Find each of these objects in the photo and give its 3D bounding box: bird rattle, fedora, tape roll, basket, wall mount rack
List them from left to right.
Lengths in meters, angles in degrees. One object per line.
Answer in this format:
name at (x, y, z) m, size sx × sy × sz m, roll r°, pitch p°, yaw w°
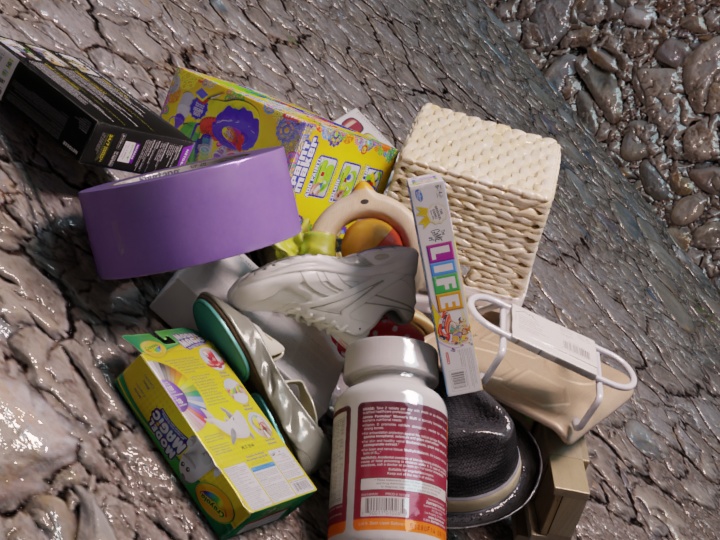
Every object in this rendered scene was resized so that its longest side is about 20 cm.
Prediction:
tape roll at (-0.161, -0.056, 1.303) m, size 0.200 × 0.199 × 0.085 m, roll -35°, pitch 114°, yaw -68°
bird rattle at (0.000, 0.000, 1.417) m, size 0.200 × 0.163 × 0.113 m, roll 41°, pitch -5°, yaw 12°
fedora at (0.087, 0.167, 1.391) m, size 0.200 × 0.092 × 0.201 m, roll 0°, pitch 42°, yaw 0°
basket at (0.125, -0.076, 1.639) m, size 0.198 × 0.161 × 0.200 m, roll 17°, pitch 29°, yaw 5°
wall mount rack at (0.188, 0.084, 1.459) m, size 0.200 × 0.075 × 0.174 m, roll 26°, pitch 27°, yaw -8°

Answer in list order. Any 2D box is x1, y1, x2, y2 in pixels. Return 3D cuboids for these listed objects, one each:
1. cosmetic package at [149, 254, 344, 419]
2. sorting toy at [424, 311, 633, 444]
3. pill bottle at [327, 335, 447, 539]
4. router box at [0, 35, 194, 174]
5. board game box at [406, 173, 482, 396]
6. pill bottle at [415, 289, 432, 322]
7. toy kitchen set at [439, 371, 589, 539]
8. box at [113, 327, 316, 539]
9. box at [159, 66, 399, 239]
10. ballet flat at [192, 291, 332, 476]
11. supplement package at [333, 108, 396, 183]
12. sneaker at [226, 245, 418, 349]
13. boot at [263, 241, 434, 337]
cosmetic package at (-0.108, 0.061, 1.408) m, size 0.200 × 0.052 × 0.151 m, roll 43°, pitch 23°, yaw -7°
sorting toy at (0.185, 0.116, 1.531) m, size 0.200 × 0.037 × 0.185 m, roll 31°, pitch 28°, yaw 24°
pill bottle at (0.027, 0.170, 1.282) m, size 0.109 × 0.109 × 0.201 m, roll 26°, pitch 57°, yaw -41°
router box at (-0.288, -0.168, 1.413) m, size 0.200 × 0.051 × 0.149 m, roll 37°, pitch 16°, yaw 29°
board game box at (0.080, 0.010, 1.332) m, size 0.134 × 0.034 × 0.201 m, roll -86°, pitch 165°, yaw -83°
pill bottle at (0.072, 0.032, 1.705) m, size 0.111 × 0.111 × 0.200 m, roll 39°, pitch 22°, yaw -17°
toy kitchen set at (0.138, 0.228, 1.523) m, size 0.180 × 0.164 × 0.200 m, roll 11°, pitch 31°, yaw -7°
box at (-0.137, 0.138, 1.228) m, size 0.200 × 0.048 × 0.117 m, roll 55°, pitch 23°, yaw 16°
box at (-0.100, -0.129, 1.567) m, size 0.200 × 0.122 × 0.192 m, roll 27°, pitch 10°, yaw 31°
ballet flat at (-0.091, 0.104, 1.306) m, size 0.064 × 0.067 × 0.200 m, roll -25°, pitch 84°, yaw -34°
supplement package at (-0.029, -0.124, 1.801) m, size 0.114 × 0.110 × 0.200 m, roll 45°, pitch 21°, yaw -2°
sneaker at (-0.029, 0.032, 1.332) m, size 0.199 × 0.078 × 0.100 m, roll -7°, pitch 87°, yaw -19°
boot at (-0.016, 0.025, 1.567) m, size 0.199 × 0.073 × 0.156 m, roll 12°, pitch 29°, yaw -13°
